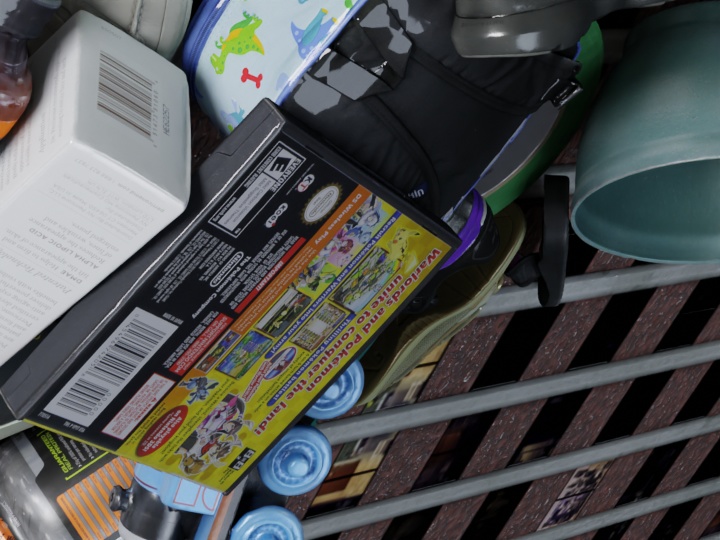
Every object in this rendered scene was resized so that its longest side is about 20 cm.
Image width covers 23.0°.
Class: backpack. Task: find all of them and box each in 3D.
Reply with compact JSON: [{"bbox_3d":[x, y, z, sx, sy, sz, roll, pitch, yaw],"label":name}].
[{"bbox_3d":[-0.001,-0.121,0.963,0.183,0.147,0.200,-48,152,7],"label":"backpack"}]

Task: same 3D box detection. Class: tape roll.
[{"bbox_3d":[0.066,-0.107,1.153,0.200,0.048,0.200,-28,147,-20],"label":"tape roll"}]

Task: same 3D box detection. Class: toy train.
[{"bbox_3d":[-0.077,0.094,1.053,0.114,0.087,0.200,15,105,-22],"label":"toy train"}]

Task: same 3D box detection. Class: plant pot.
[{"bbox_3d":[0.241,-0.099,1.204,0.200,0.134,0.200,1,161,0],"label":"plant pot"}]

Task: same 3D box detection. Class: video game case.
[{"bbox_3d":[-0.061,0.022,0.922,0.200,0.026,0.181,-47,144,9],"label":"video game case"}]

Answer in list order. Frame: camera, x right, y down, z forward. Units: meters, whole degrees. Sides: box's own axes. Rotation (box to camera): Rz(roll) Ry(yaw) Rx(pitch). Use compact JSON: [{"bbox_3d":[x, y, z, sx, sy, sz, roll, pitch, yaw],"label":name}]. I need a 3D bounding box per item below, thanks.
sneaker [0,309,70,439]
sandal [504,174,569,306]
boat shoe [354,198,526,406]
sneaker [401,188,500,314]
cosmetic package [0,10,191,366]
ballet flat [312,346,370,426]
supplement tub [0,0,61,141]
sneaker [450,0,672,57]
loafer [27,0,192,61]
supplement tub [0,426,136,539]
[{"bbox_3d":[-0.178,0.030,1.033,0.200,0.075,0.106,-29,150,-17],"label":"sneaker"},{"bbox_3d":[0.127,-0.026,1.296,0.048,0.075,0.200,1,164,5],"label":"sandal"},{"bbox_3d":[0.048,0.021,1.280,0.201,0.073,0.063,-51,160,17],"label":"boat shoe"},{"bbox_3d":[0.000,0.000,1.115,0.200,0.070,0.100,-21,140,30],"label":"sneaker"},{"bbox_3d":[-0.175,-0.025,0.881,0.074,0.102,0.200,32,126,-31],"label":"cosmetic package"},{"bbox_3d":[-0.051,0.086,1.256,0.073,0.073,0.200,-2,132,-46],"label":"ballet flat"},{"bbox_3d":[-0.227,-0.072,0.824,0.200,0.107,0.107,-49,148,14],"label":"supplement tub"},{"bbox_3d":[0.113,-0.164,0.892,0.200,0.075,0.079,-31,116,-51],"label":"sneaker"},{"bbox_3d":[-0.133,-0.119,0.900,0.070,0.070,0.200,-28,149,-36],"label":"loafer"},{"bbox_3d":[-0.151,0.131,1.147,0.200,0.123,0.123,-32,148,-12],"label":"supplement tub"}]
